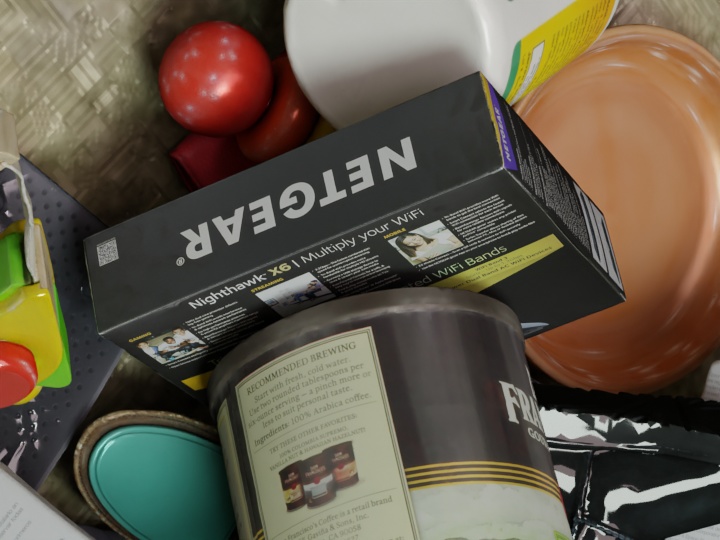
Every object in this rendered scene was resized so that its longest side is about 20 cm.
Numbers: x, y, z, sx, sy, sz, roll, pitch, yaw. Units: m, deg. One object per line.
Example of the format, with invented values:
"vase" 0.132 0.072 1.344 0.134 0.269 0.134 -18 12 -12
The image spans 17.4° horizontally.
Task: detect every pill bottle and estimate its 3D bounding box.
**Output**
"pill bottle" 0.057 -0.136 1.113 0.200 0.113 0.113 -39 118 -53

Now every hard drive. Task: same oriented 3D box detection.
"hard drive" -0.190 0.047 1.059 0.135 0.042 0.200 41 73 -30

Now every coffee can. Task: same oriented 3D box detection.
"coffee can" 0.022 0.129 1.021 0.146 0.146 0.200 7 58 -34

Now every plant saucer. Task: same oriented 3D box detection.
"plant saucer" 0.138 -0.032 1.273 0.200 0.037 0.201 -4 98 -33

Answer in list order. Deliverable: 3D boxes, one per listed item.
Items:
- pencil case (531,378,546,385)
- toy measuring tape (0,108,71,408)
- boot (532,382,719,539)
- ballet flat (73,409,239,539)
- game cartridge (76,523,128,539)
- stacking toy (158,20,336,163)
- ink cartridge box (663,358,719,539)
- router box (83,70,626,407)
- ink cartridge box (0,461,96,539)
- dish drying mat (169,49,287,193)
"pencil case" 0.074 0.085 1.209 0.200 0.089 0.078 21 43 -30
"toy measuring tape" -0.162 0.003 0.966 0.074 0.074 0.200 -43 158 -22
"boot" 0.131 0.144 1.149 0.198 0.073 0.163 7 101 -6
"ballet flat" -0.063 0.110 1.141 0.200 0.065 0.071 30 99 -33
"game cartridge" -0.055 0.177 1.108 0.200 0.133 0.041 18 107 -37
"stacking toy" -0.007 -0.063 1.128 0.200 0.085 0.086 27 81 -29
"ink cartridge box" 0.211 0.106 1.275 0.200 0.041 0.201 30 77 -70
"router box" 0.000 0.000 1.067 0.157 0.200 0.052 42 31 -57
"ink cartridge box" -0.179 0.187 0.995 0.197 0.200 0.043 -52 165 -6
"dish drying mat" -0.007 -0.090 1.180 0.200 0.018 0.077 -43 118 -21
